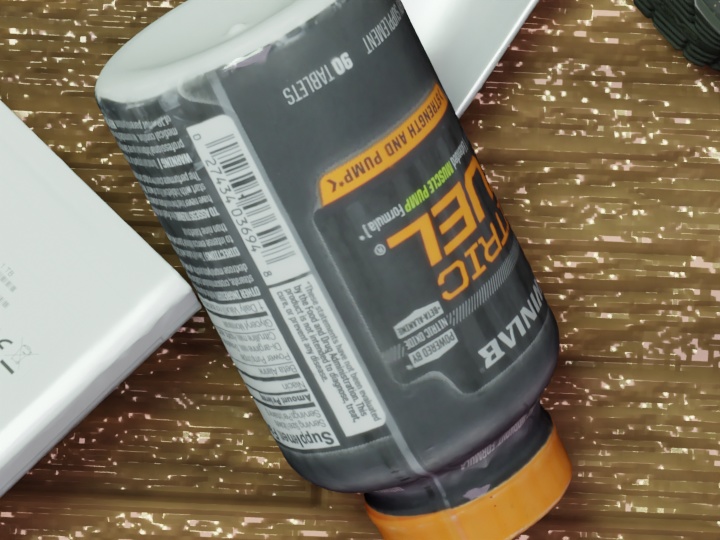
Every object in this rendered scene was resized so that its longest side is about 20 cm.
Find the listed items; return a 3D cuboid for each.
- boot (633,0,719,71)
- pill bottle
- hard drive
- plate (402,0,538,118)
[{"bbox_3d":[0.188,-0.091,1.017,0.131,0.068,0.200,-41,95,-10],"label":"boot"},{"bbox_3d":[0.000,0.000,0.982,0.106,0.106,0.201,-27,108,0],"label":"pill bottle"},{"bbox_3d":[-0.170,0.036,0.997,0.200,0.026,0.132,-44,66,-8],"label":"hard drive"},{"bbox_3d":[0.000,-0.175,1.029,0.199,0.032,0.200,36,90,-1],"label":"plate"}]
